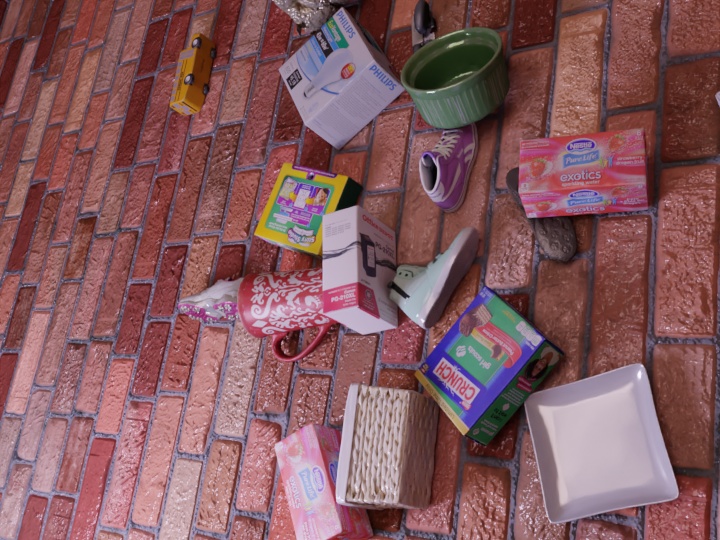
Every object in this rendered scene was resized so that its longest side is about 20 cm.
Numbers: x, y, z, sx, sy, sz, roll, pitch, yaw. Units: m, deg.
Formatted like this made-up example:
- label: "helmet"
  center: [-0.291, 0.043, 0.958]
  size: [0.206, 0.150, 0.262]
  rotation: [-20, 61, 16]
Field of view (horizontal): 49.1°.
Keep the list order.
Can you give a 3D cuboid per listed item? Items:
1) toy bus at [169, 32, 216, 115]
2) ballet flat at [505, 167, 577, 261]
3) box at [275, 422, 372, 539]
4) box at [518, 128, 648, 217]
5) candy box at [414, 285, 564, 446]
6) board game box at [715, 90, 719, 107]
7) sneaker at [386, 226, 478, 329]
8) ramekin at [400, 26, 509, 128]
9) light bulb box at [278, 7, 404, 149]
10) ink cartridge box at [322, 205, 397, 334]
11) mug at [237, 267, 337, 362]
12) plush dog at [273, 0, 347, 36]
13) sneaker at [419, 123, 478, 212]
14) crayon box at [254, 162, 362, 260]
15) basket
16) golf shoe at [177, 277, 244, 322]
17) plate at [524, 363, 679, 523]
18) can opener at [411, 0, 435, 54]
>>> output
- label: "toy bus"
  center: [-0.437, -0.513, 2.061]
  size: [0.078, 0.065, 0.203]
  rotation: [-6, 69, 36]
- label: "ballet flat"
  center: [0.311, -0.094, 1.362]
  size: [0.067, 0.046, 0.201]
  rotation: [-29, 61, 1]
- label: "box"
  center: [-0.067, 0.385, 1.392]
  size: [0.094, 0.102, 0.202]
  rotation: [-33, 55, 21]
- label: "box"
  center: [0.363, -0.157, 1.285]
  size: [0.197, 0.095, 0.104]
  rotation: [-2, 67, 21]
- label: "candy box"
  center: [0.206, 0.155, 1.297]
  size: [0.201, 0.077, 0.169]
  rotation: [-53, 40, 8]
- label: "board game box"
  center: [0.627, -0.272, 1.144]
  size: [0.199, 0.126, 0.035]
  rotation: [-33, 55, 22]
- label: "sneaker"
  center: [0.126, -0.009, 1.434]
  size: [0.118, 0.074, 0.202]
  rotation: [34, 95, 33]
- label: "ramekin"
  center: [0.184, -0.358, 1.483]
  size: [0.198, 0.098, 0.201]
  rotation: [-18, 39, 15]
- label: "light bulb box"
  center: [-0.042, -0.411, 1.691]
  size: [0.199, 0.124, 0.199]
  rotation: [-40, 53, 18]
- label: "ink cartridge box"
  center: [0.000, 0.000, 1.480]
  size: [0.083, 0.144, 0.203]
  rotation: [-14, 64, 29]
- label: "mug"
  center: [-0.119, 0.075, 1.575]
  size: [0.198, 0.179, 0.134]
  rotation: [-10, 30, 28]
- label: "plush dog"
  center: [-0.079, -0.630, 1.799]
  size: [0.171, 0.200, 0.161]
  rotation: [-36, 87, 31]
- label: "sneaker"
  center: [0.162, -0.223, 1.473]
  size: [0.072, 0.114, 0.203]
  rotation: [-5, 68, 36]
- label: "crayon box"
  center: [-0.112, -0.125, 1.670]
  size: [0.199, 0.058, 0.174]
  rotation: [18, 84, 40]
- label: "basket"
  center: [0.050, 0.301, 1.332]
  size: [0.122, 0.135, 0.203]
  rotation: [-2, 70, 31]
- label: "golf shoe"
  center: [-0.319, 0.063, 1.746]
  size: [0.198, 0.075, 0.092]
  rotation: [-4, 54, 33]
- label: "plate"
  center: [0.358, 0.262, 1.186]
  size: [0.198, 0.032, 0.202]
  rotation: [-22, 60, 28]
- label: "can opener"
  center: [0.127, -0.459, 1.630]
  size: [0.052, 0.066, 0.203]
  rotation: [-13, 69, 30]
